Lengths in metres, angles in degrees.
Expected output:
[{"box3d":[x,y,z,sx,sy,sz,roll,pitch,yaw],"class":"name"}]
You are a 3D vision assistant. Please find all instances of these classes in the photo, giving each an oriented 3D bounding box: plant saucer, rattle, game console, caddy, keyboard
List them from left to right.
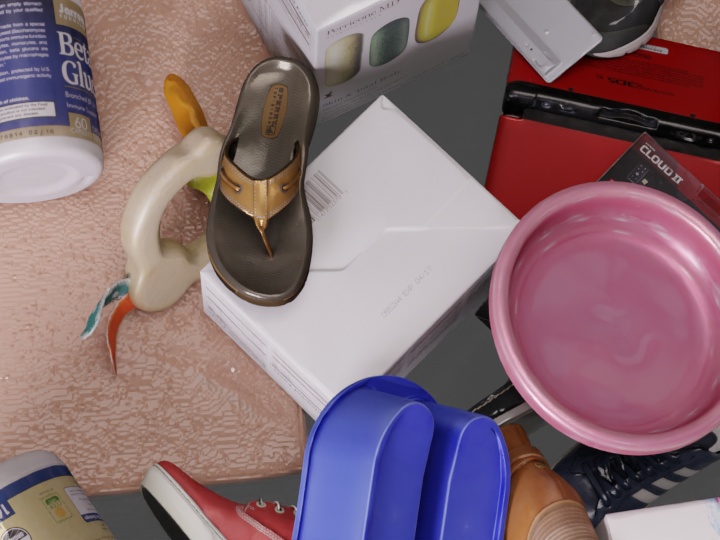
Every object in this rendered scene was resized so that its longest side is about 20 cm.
[{"box3d":[-0.174,-0.040,1.732,0.143,0.130,0.200,40,102,21],"class":"rattle"},{"box3d":[0.023,0.176,1.599,0.141,0.105,0.201,14,81,-37],"class":"caddy"},{"box3d":[0.117,-0.230,1.794,0.056,0.011,0.200,-35,57,-4],"class":"keyboard"},{"box3d":[0.206,-0.099,1.792,0.199,0.119,0.173,12,41,1],"class":"game console"},{"box3d":[0.183,0.037,1.580,0.199,0.051,0.202,5,67,-13],"class":"plant saucer"}]

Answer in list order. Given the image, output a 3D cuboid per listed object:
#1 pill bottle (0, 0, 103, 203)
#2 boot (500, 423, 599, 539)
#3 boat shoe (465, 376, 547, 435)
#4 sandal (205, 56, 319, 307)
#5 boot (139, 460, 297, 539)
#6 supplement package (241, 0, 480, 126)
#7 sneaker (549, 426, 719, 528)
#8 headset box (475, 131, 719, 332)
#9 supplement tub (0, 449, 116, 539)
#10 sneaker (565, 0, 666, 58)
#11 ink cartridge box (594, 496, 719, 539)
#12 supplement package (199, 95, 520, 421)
[{"box3d":[-0.266,-0.164,1.741,0.110,0.111,0.201,-9,74,-5],"class":"pill bottle"},{"box3d":[0.110,0.228,1.646,0.076,0.201,0.156,-3,36,-23],"class":"boot"},{"box3d":[0.151,0.075,1.710,0.199,0.076,0.061,-25,72,-23],"class":"boat shoe"},{"box3d":[-0.067,-0.072,1.636,0.081,0.055,0.201,8,70,5],"class":"sandal"},{"box3d":[-0.055,0.182,1.668,0.200,0.072,0.144,41,75,1],"class":"boot"},{"box3d":[-0.005,-0.237,1.730,0.151,0.200,0.151,-26,75,-10],"class":"supplement package"},{"box3d":[0.222,0.133,1.685,0.199,0.085,0.075,-31,77,-11],"class":"sneaker"},{"box3d":[0.208,0.007,1.669,0.149,0.077,0.200,43,63,5],"class":"headset box"},{"box3d":[-0.225,0.247,1.598,0.144,0.145,0.200,-34,77,-12],"class":"supplement tub"},{"box3d":[0.230,-0.254,1.794,0.074,0.085,0.200,33,63,22],"class":"sneaker"},{"box3d":[0.274,0.246,1.620,0.199,0.147,0.147,-8,74,-6],"class":"ink cartridge box"},{"box3d":[0.000,0.000,1.703,0.156,0.111,0.200,43,75,10],"class":"supplement package"}]
